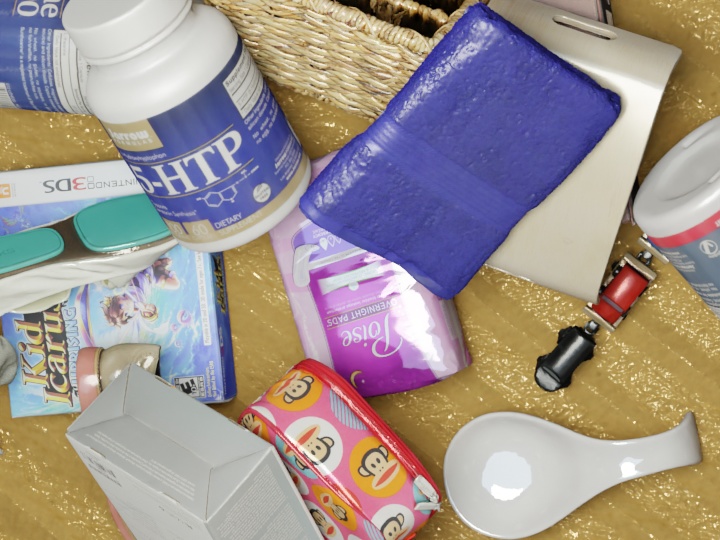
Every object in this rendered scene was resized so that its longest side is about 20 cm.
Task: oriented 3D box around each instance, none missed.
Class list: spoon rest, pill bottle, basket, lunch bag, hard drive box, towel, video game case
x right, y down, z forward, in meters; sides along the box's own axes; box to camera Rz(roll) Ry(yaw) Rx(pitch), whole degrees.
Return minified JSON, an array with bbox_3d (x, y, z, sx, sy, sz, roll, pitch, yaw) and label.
[{"bbox_3d":[0.160,0.148,1.527,0.199,0.061,0.100,-13,91,11],"label":"spoon rest"},{"bbox_3d":[-0.129,-0.123,1.443,0.119,0.120,0.200,-23,123,12],"label":"pill bottle"},{"bbox_3d":[-0.214,-0.177,1.552,0.199,0.111,0.112,5,95,11],"label":"pill bottle"},{"bbox_3d":[-0.006,-0.213,1.469,0.199,0.149,0.143,23,68,9],"label":"basket"},{"bbox_3d":[-0.018,0.166,1.494,0.082,0.200,0.176,-42,84,-22],"label":"lunch bag"},{"bbox_3d":[0.302,-0.007,1.439,0.119,0.120,0.200,-40,108,11],"label":"pill bottle"},{"bbox_3d":[-0.110,0.181,1.479,0.155,0.200,0.077,27,64,35],"label":"hard drive box"},{"bbox_3d":[0.069,-0.084,1.397,0.147,0.050,0.200,30,116,-29],"label":"towel"},{"bbox_3d":[-0.200,0.012,1.596,0.180,0.045,0.201,-5,93,12],"label":"video game case"}]

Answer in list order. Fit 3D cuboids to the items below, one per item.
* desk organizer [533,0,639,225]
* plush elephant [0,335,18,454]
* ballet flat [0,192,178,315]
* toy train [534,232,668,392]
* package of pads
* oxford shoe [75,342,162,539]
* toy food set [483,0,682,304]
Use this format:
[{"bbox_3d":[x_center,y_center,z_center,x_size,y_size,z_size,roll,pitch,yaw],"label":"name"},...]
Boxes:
[{"bbox_3d":[0.158,-0.129,1.503,0.077,0.072,0.201,-9,92,14],"label":"desk organizer"},{"bbox_3d":[-0.356,0.077,1.563,0.165,0.155,0.200,-44,93,-13],"label":"plush elephant"},{"bbox_3d":[-0.218,-0.008,1.534,0.199,0.069,0.070,-16,91,-16],"label":"ballet flat"},{"bbox_3d":[0.199,0.013,1.517,0.034,0.046,0.200,39,100,6],"label":"toy train"},{"bbox_3d":[0.000,0.000,1.541,0.120,0.076,0.201,-17,90,15],"label":"package of pads"},{"bbox_3d":[-0.163,0.147,1.561,0.074,0.071,0.201,-10,120,7],"label":"oxford shoe"},{"bbox_3d":[0.136,-0.087,1.454,0.143,0.060,0.201,20,108,13],"label":"toy food set"}]
